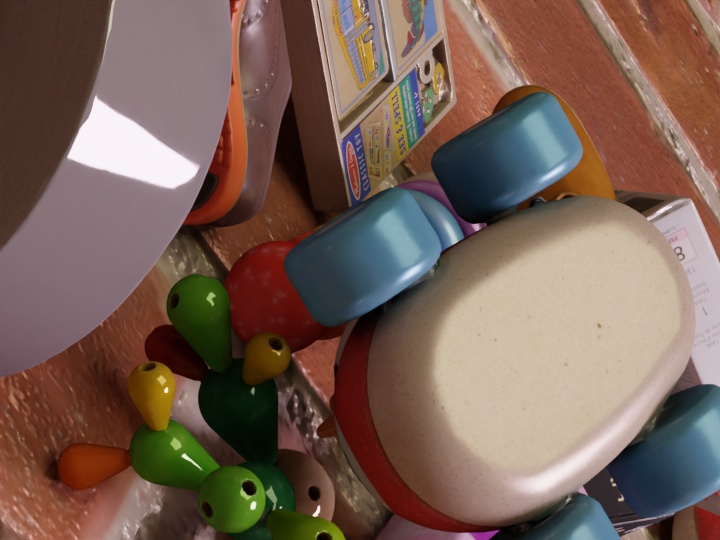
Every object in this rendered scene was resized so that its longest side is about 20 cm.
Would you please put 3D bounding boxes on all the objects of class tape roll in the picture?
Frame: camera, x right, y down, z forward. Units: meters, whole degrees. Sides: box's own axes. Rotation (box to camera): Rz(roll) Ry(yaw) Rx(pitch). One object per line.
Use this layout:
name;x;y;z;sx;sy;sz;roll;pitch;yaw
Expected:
tape roll;-0.141;-0.065;0.731;0.066;0.200;0.201;25;46;-52

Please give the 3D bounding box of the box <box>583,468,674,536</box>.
box;0.102;0.062;1.244;0.160;0.043;0.200;6;61;-60

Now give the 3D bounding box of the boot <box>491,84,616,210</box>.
boot;0.112;-0.028;1.163;0.144;0.071;0.202;71;7;-75

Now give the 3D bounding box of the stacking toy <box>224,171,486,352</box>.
stacking toy;0.000;0.000;1.078;0.200;0.085;0.086;-15;79;-60

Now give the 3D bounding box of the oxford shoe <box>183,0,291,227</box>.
oxford shoe;-0.069;-0.120;1.027;0.073;0.071;0.200;7;87;-64

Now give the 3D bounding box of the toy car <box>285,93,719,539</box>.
toy car;0.035;0.052;0.961;0.177;0.200;0.185;-35;96;-34

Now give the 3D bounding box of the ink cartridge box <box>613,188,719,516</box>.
ink cartridge box;0.192;0.049;1.306;0.200;0.057;0.163;62;-10;-10

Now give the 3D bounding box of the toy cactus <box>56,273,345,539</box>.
toy cactus;-0.047;0.105;0.904;0.200;0.102;0.165;65;7;8

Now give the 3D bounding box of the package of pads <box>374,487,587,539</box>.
package of pads;0.061;0.161;1.041;0.121;0.076;0.200;61;26;-7

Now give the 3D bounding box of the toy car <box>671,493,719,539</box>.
toy car;0.316;0.189;1.345;0.177;0.200;0.184;58;27;-12

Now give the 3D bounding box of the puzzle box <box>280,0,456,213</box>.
puzzle box;0.000;-0.148;1.136;0.133;0.025;0.200;-48;137;-45
